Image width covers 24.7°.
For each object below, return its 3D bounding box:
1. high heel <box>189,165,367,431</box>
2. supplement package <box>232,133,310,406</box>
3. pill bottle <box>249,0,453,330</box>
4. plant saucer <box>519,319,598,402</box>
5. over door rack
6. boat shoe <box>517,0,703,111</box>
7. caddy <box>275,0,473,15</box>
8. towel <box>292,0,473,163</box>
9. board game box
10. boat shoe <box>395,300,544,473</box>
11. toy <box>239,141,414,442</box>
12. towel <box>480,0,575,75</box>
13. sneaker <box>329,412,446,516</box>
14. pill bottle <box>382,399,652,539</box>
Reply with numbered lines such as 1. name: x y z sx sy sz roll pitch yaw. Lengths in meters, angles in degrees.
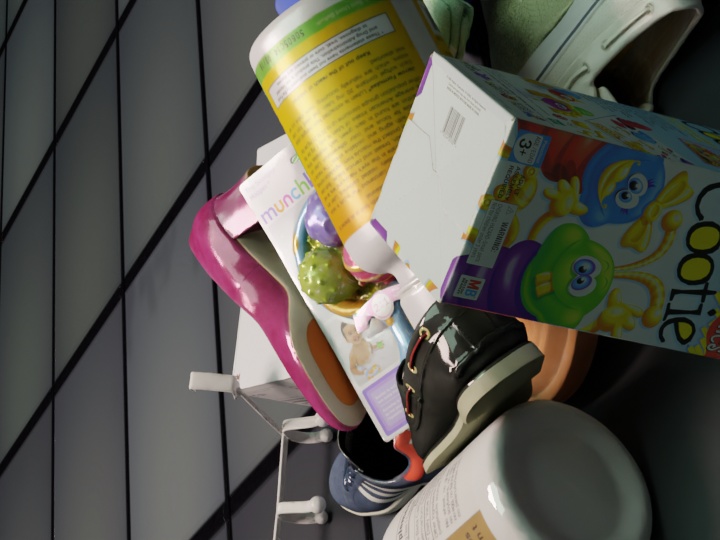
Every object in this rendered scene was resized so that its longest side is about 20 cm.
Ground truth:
1. high heel: -0.061 0.033 1.143 0.096 0.067 0.201 -41 70 43
2. supplement package: -0.011 -0.003 1.252 0.156 0.110 0.201 -18 64 61
3. pill bottle: 0.024 -0.068 0.984 0.111 0.111 0.201 -38 77 53
4. plant saucer: 0.089 -0.008 1.061 0.200 0.032 0.202 -139 43 -55
5. over door rack: -0.067 0.172 1.242 0.066 0.200 0.149 -3 72 21
6. boat shoe: 0.150 -0.114 1.021 0.200 0.071 0.070 -56 49 44
7. caddy: 0.012 -0.231 1.254 0.200 0.140 0.106 -122 36 -55
8. towel: 0.006 -0.104 1.108 0.152 0.023 0.201 40 121 49
9. board game box: 0.125 -0.031 0.881 0.105 0.199 0.104 51 125 57
10. boat shoe: 0.059 0.066 0.963 0.063 0.073 0.202 52 164 16
11. toy: 0.000 0.000 1.055 0.115 0.047 0.201 -36 81 27
12. towel: 0.127 -0.214 1.102 0.149 0.036 0.201 -53 24 33
13. sneaker: 0.010 0.128 1.182 0.200 0.084 0.075 -34 50 56
14. pill bottle: 0.076 0.174 0.994 0.200 0.114 0.115 -50 37 45
